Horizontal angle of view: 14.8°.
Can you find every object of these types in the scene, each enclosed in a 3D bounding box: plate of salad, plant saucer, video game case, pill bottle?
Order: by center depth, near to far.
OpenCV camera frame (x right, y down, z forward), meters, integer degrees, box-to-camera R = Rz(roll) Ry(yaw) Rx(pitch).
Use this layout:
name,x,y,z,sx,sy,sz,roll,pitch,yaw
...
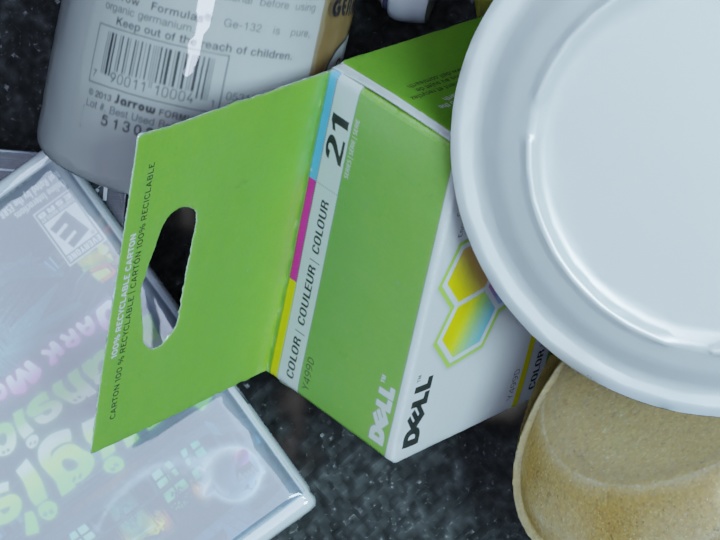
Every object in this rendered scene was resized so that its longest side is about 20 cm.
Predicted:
name,x,y,z,sx,sy,sz,roll,pitch,yaw
plate of salad,0.132,-0.044,0.996,0.200,0.048,0.201,3,108,10
pill bottle,-0.054,-0.132,1.085,0.114,0.114,0.200,13,104,1
plant saucer,0.144,0.041,1.119,0.200,0.200,0.035,-35,49,3
video game case,-0.150,0.079,1.122,0.200,0.023,0.182,-36,87,-1

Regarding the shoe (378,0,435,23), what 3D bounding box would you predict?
name,x,y,z,sx,sy,sz,roll,pitch,yaw
shoe,0.006,-0.206,1.142,0.091,0.071,0.201,11,89,3

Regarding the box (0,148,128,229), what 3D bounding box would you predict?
name,x,y,z,sx,sy,sz,roll,pitch,yaw
box,-0.178,0.047,1.160,0.158,0.048,0.201,4,87,2

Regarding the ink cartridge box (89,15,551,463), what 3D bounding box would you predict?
name,x,y,z,sx,sy,sz,roll,pitch,yaw
ink cartridge box,0.000,0.000,1.066,0.076,0.200,0.148,34,128,31

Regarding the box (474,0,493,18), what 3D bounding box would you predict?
name,x,y,z,sx,sy,sz,roll,pitch,yaw
box,0.078,-0.135,1.074,0.075,0.200,0.050,-5,85,1
